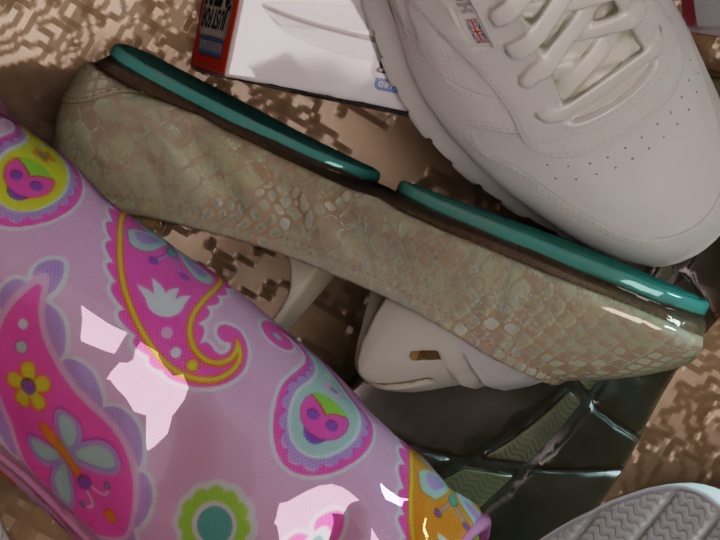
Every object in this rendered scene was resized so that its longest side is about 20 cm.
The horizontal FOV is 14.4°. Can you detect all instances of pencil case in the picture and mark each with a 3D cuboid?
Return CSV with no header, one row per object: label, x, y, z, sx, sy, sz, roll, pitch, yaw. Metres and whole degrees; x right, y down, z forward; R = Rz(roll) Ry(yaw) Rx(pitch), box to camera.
pencil case,-0.059,0.037,0.742,0.200,0.087,0.087,41,88,5

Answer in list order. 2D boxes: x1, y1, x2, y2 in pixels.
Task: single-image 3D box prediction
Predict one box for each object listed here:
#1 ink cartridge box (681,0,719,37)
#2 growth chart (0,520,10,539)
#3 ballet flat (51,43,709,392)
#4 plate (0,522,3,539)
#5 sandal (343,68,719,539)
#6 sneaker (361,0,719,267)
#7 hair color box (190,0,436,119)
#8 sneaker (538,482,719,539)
ink cartridge box,0.198,-0.148,0.758,0.200,0.145,0.146,-14,101,-31
growth chart,-0.179,0.126,0.810,0.200,0.018,0.145,-31,103,-5
ballet flat,0.000,0.000,0.774,0.200,0.067,0.062,25,94,24
plate,-0.230,0.047,0.767,0.200,0.032,0.200,-33,95,-5
sandal,0.047,0.021,0.828,0.082,0.055,0.200,43,74,-16
sneaker,0.037,-0.081,0.732,0.076,0.080,0.200,-38,105,-7
hair color box,0.027,-0.143,0.794,0.111,0.064,0.201,11,94,-14
sneaker,0.049,0.135,0.744,0.071,0.073,0.200,14,122,-45
